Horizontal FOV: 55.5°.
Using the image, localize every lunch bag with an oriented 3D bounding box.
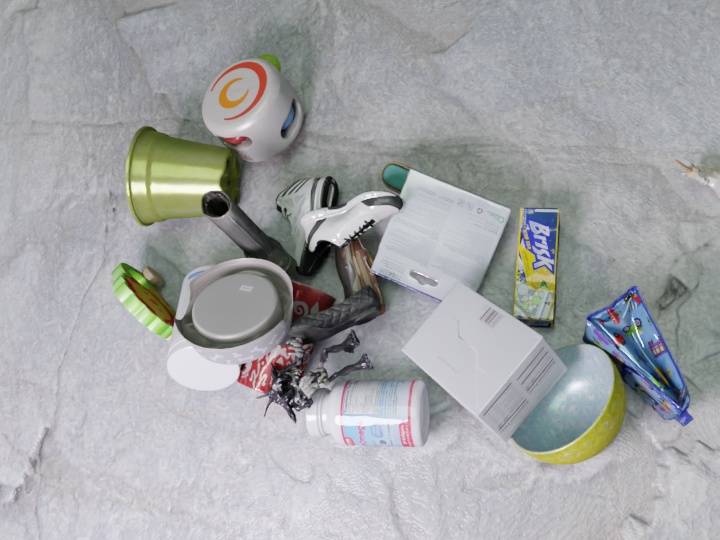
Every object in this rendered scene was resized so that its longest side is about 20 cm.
[{"bbox_3d":[0.440,0.145,1.049,0.094,0.151,0.201,-33,66,3],"label":"lunch bag"}]

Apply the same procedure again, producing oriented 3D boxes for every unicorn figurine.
[{"bbox_3d":[0.639,-0.146,1.139,0.198,0.074,0.138,-21,58,-7],"label":"unicorn figurine"}]

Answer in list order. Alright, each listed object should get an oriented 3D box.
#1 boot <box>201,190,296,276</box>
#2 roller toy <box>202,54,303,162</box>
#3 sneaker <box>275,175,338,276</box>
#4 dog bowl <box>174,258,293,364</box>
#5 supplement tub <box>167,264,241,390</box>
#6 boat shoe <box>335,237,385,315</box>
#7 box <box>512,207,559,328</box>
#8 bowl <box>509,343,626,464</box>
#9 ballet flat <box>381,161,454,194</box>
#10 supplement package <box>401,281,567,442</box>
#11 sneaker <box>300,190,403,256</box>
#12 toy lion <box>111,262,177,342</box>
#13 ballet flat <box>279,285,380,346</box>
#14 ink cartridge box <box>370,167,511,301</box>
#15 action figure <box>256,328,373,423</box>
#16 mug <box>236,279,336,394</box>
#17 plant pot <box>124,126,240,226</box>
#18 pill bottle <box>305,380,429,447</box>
[{"bbox_3d":[-0.222,-0.072,1.260,0.181,0.200,0.073,22,78,49],"label":"boot"},{"bbox_3d":[-0.217,-0.321,1.396,0.199,0.140,0.183,-32,57,9],"label":"roller toy"},{"bbox_3d":[-0.116,-0.088,1.340,0.115,0.076,0.202,4,74,33],"label":"sneaker"},{"bbox_3d":[-0.202,0.069,1.127,0.198,0.059,0.201,-5,44,4],"label":"dog bowl"},{"bbox_3d":[-0.273,0.100,1.243,0.131,0.132,0.201,-14,44,11],"label":"supplement tub"},{"bbox_3d":[0.000,0.000,1.273,0.071,0.076,0.202,-4,70,-19],"label":"boat shoe"},{"bbox_3d":[0.305,-0.005,1.184,0.069,0.064,0.202,3,74,17],"label":"box"},{"bbox_3d":[0.337,0.225,1.064,0.108,0.200,0.201,41,85,-19],"label":"bowl"},{"bbox_3d":[0.132,-0.146,1.277,0.199,0.063,0.069,33,103,7],"label":"ballet flat"},{"bbox_3d":[0.196,0.142,1.102,0.156,0.111,0.200,-48,41,-3],"label":"supplement package"},{"bbox_3d":[-0.012,-0.082,1.220,0.199,0.074,0.081,-18,66,24],"label":"sneaker"},{"bbox_3d":[-0.408,0.055,1.297,0.069,0.192,0.200,-45,66,-2],"label":"toy lion"},{"bbox_3d":[-0.060,0.082,1.175,0.198,0.067,0.057,-18,62,-14],"label":"ballet flat"},{"bbox_3d":[0.143,-0.055,1.227,0.195,0.043,0.202,24,98,8],"label":"ink cartridge box"},{"bbox_3d":[-0.086,0.167,1.125,0.199,0.102,0.119,-27,56,-5],"label":"action figure"},{"bbox_3d":[-0.145,0.124,1.257,0.132,0.177,0.202,21,82,-17],"label":"mug"},{"bbox_3d":[-0.344,-0.183,1.373,0.182,0.201,0.202,4,73,6],"label":"plant pot"},{"bbox_3d":[0.013,0.242,1.162,0.198,0.109,0.110,-3,71,16],"label":"pill bottle"}]
